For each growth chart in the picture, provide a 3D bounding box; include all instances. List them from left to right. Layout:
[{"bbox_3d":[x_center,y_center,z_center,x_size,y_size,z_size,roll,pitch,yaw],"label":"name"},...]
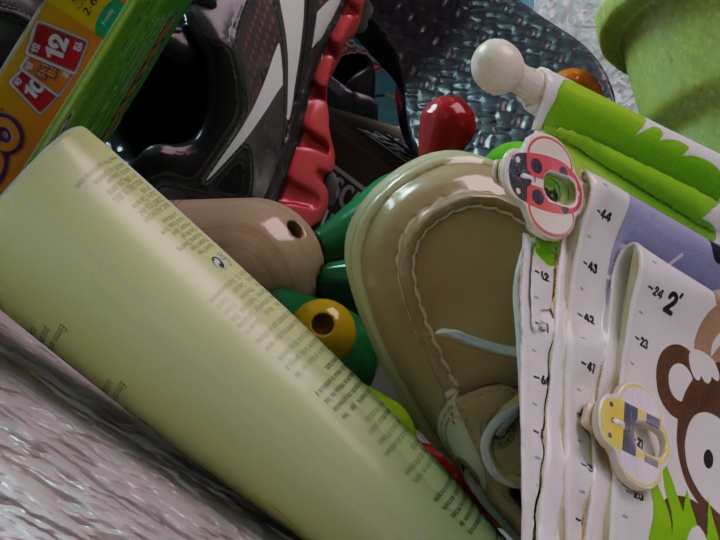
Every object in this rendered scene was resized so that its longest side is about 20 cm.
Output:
[{"bbox_3d":[0.085,0.052,0.629,0.144,0.201,0.018,15,-28,-40],"label":"growth chart"}]

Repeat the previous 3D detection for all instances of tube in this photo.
[{"bbox_3d":[-0.014,0.045,0.656,0.200,0.052,0.058,40,45,1],"label":"tube"}]

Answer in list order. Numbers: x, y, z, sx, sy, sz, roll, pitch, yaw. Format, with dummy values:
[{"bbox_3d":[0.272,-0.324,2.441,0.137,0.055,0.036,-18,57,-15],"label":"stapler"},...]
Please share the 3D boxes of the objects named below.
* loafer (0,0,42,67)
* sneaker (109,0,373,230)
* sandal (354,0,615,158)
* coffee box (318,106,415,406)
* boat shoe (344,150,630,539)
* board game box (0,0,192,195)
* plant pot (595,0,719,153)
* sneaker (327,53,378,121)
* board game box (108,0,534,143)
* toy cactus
[{"bbox_3d":[-0.156,-0.072,0.814,0.200,0.073,0.072,10,48,-59],"label":"loafer"},{"bbox_3d":[-0.047,-0.096,0.934,0.071,0.201,0.098,-7,-26,41],"label":"sneaker"},{"bbox_3d":[0.042,-0.070,0.957,0.200,0.075,0.045,-119,-168,-50],"label":"sandal"},{"bbox_3d":[0.060,0.007,1.012,0.200,0.080,0.113,14,18,-40],"label":"coffee box"},{"bbox_3d":[0.072,0.053,0.667,0.200,0.073,0.063,50,-3,-12],"label":"boat shoe"},{"bbox_3d":[-0.089,-0.050,0.775,0.030,0.096,0.200,33,6,0],"label":"board game box"},{"bbox_3d":[0.175,0.004,0.755,0.199,0.185,0.200,-3,-11,-1],"label":"plant pot"},{"bbox_3d":[-0.015,-0.043,1.062,0.199,0.104,0.060,29,6,-27],"label":"sneaker"},{"bbox_3d":[-0.047,-0.107,1.116,0.151,0.047,0.200,28,-35,-32],"label":"board game box"},{"bbox_3d":[0.000,0.000,0.791,0.164,0.103,0.200,8,40,14],"label":"toy cactus"}]
